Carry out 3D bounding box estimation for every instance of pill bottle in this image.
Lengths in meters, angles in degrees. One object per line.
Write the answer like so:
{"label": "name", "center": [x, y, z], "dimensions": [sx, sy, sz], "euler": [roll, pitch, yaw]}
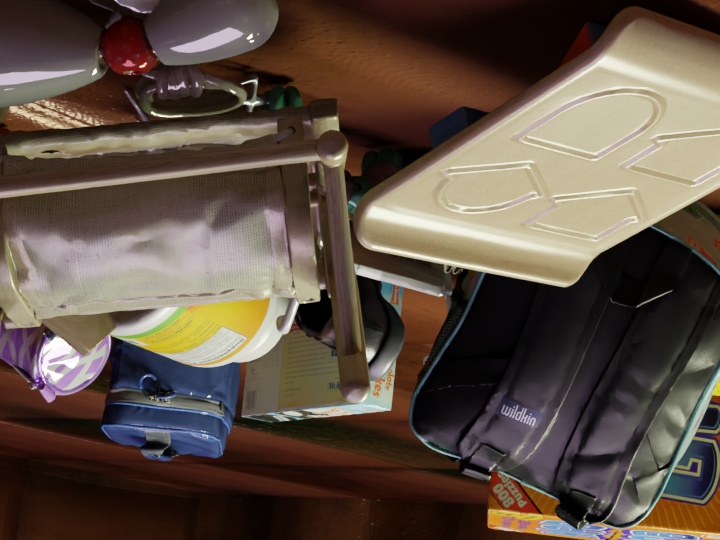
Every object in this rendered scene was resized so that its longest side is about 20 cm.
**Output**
{"label": "pill bottle", "center": [-0.130, 0.010, 1.446], "dimensions": [0.110, 0.112, 0.200], "euler": [1, 168, 23]}

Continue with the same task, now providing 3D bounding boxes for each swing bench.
{"label": "swing bench", "center": [-0.102, -0.016, 0.980], "dimensions": [0.197, 0.131, 0.200], "euler": [-6, -165, -2]}

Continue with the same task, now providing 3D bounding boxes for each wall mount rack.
{"label": "wall mount rack", "center": [0.000, 0.000, 1.420], "dimensions": [0.198, 0.075, 0.174], "euler": [15, -155, -11]}

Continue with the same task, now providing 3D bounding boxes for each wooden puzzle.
{"label": "wooden puzzle", "center": [0.118, -0.066, 0.995], "dimensions": [0.184, 0.047, 0.200], "euler": [10, 145, -43]}

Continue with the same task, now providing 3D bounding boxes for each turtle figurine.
{"label": "turtle figurine", "center": [-0.072, -0.052, 1.164], "dimensions": [0.149, 0.102, 0.199], "euler": [-4, 171, 42]}

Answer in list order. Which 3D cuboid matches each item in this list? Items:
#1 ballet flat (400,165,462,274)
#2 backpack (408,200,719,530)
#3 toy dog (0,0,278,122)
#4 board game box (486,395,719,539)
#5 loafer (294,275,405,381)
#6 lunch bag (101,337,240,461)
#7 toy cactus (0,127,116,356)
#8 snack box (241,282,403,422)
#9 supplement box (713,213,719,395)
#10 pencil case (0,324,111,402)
{"label": "ballet flat", "center": [0.059, -0.031, 1.304], "dimensions": [0.067, 0.047, 0.200], "euler": [3, 168, 12]}
{"label": "backpack", "center": [0.144, 0.032, 1.199], "dimensions": [0.174, 0.201, 0.154], "euler": [25, -147, 5]}
{"label": "toy dog", "center": [-0.144, -0.128, 0.899], "dimensions": [0.198, 0.097, 0.132], "euler": [-7, 168, -12]}
{"label": "board game box", "center": [0.205, 0.104, 1.503], "dimensions": [0.197, 0.202, 0.200], "euler": [6, 169, 5]}
{"label": "loafer", "center": [-0.021, 0.026, 1.515], "dimensions": [0.063, 0.072, 0.200], "euler": [28, -174, -21]}
{"label": "lunch bag", "center": [-0.201, 0.136, 2.051], "dimensions": [0.134, 0.134, 0.200], "euler": [6, 169, 1]}
{"label": "toy cactus", "center": [-0.236, -0.008, 1.314], "dimensions": [0.165, 0.102, 0.200], "euler": [49, 156, -4]}
{"label": "snack box", "center": [-0.035, 0.065, 1.655], "dimensions": [0.037, 0.118, 0.199], "euler": [12, 167, -30]}
{"label": "supplement box", "center": [0.207, 0.024, 1.339], "dimensions": [0.198, 0.111, 0.109], "euler": [2, 168, 16]}
{"label": "pencil case", "center": [-0.296, 0.043, 1.625], "dimensions": [0.199, 0.086, 0.084], "euler": [23, 165, 40]}
